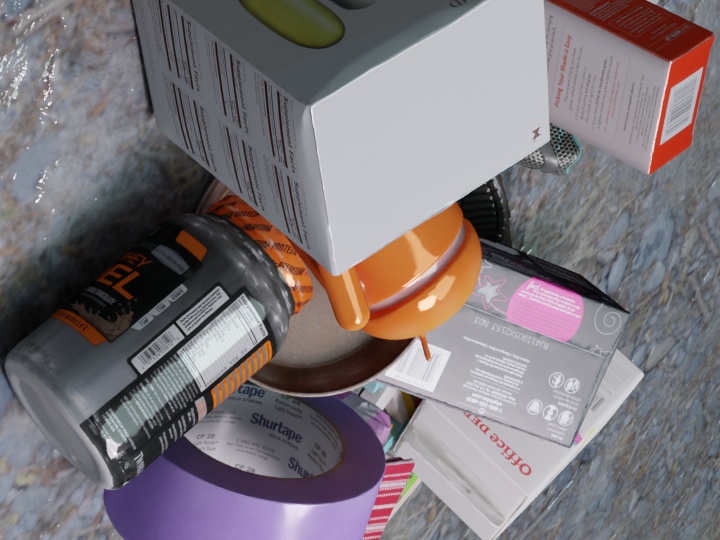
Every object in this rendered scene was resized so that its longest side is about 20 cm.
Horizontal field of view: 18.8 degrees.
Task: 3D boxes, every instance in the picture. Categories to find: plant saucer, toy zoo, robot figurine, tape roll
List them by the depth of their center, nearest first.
[{"bbox_3d":[0.009,-0.032,1.551,0.116,0.144,0.200,-37,111,3],"label":"robot figurine"},{"bbox_3d":[-0.037,-0.008,1.619,0.199,0.034,0.202,-2,96,-20],"label":"plant saucer"},{"bbox_3d":[-0.087,0.152,1.620,0.200,0.199,0.085,-15,129,-52],"label":"tape roll"},{"bbox_3d":[0.039,0.134,1.993,0.131,0.020,0.200,-49,150,-20],"label":"toy zoo"}]

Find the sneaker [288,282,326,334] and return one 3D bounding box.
[{"bbox_3d":[0.000,0.000,1.711,0.200,0.070,0.109,-45,144,-12],"label":"sneaker"}]

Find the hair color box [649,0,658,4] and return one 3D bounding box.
[{"bbox_3d":[0.213,-0.293,1.825,0.099,0.060,0.200,-56,152,-7],"label":"hair color box"}]

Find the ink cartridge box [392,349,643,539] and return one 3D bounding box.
[{"bbox_3d":[0.132,0.136,1.957,0.200,0.129,0.125,-41,169,-29],"label":"ink cartridge box"}]

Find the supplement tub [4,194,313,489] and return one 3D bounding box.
[{"bbox_3d":[-0.136,0.045,1.502,0.200,0.122,0.123,-41,147,-20],"label":"supplement tub"}]

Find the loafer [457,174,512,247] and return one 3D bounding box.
[{"bbox_3d":[0.095,-0.041,1.884,0.201,0.073,0.071,81,11,-47],"label":"loafer"}]

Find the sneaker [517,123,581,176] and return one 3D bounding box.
[{"bbox_3d":[0.159,-0.153,1.789,0.078,0.091,0.201,121,-8,-56],"label":"sneaker"}]

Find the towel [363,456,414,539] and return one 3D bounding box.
[{"bbox_3d":[-0.038,0.243,1.806,0.144,0.022,0.201,-1,121,-57],"label":"towel"}]

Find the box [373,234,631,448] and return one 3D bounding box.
[{"bbox_3d":[0.098,0.046,1.806,0.199,0.115,0.133,20,101,-20],"label":"box"}]

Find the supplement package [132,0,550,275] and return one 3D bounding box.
[{"bbox_3d":[-0.012,-0.142,1.419,0.191,0.200,0.148,-32,140,-23],"label":"supplement package"}]

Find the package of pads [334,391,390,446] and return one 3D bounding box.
[{"bbox_3d":[-0.059,0.201,1.830,0.120,0.076,0.201,-11,130,-55],"label":"package of pads"}]

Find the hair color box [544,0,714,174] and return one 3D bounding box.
[{"bbox_3d":[0.155,-0.163,1.592,0.061,0.200,0.102,-33,143,-39],"label":"hair color box"}]
